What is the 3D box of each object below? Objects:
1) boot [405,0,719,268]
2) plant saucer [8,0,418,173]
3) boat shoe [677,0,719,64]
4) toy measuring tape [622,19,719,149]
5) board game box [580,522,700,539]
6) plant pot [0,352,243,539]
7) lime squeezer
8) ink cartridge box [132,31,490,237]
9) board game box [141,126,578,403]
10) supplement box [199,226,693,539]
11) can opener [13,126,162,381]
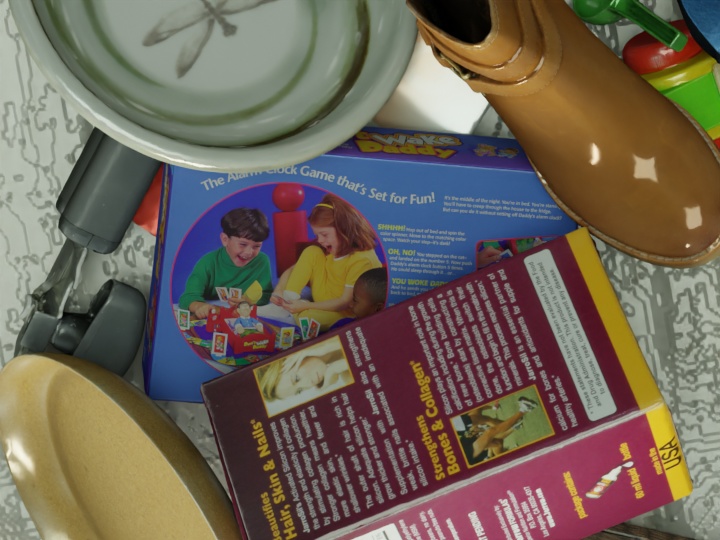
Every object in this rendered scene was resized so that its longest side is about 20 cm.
[{"bbox_3d":[0.085,-0.090,1.289,0.077,0.155,0.200,-37,71,7],"label":"boot"},{"bbox_3d":[-0.073,-0.131,1.352,0.199,0.050,0.201,7,66,-15],"label":"plant saucer"},{"bbox_3d":[0.169,-0.181,1.378,0.084,0.069,0.201,-5,65,19],"label":"boat shoe"},{"bbox_3d":[0.188,-0.102,1.412,0.200,0.074,0.074,-26,94,-17],"label":"toy measuring tape"},{"bbox_3d":[0.093,0.223,1.421,0.159,0.097,0.201,12,96,2],"label":"board game box"},{"bbox_3d":[-0.106,0.122,1.392,0.027,0.200,0.200,-32,93,-28],"label":"plant pot"},{"bbox_3d":[0.092,-0.151,1.405,0.200,0.071,0.038,39,115,28],"label":"lime squeezer"},{"bbox_3d":[-0.030,-0.085,1.423,0.162,0.050,0.200,34,93,0],"label":"ink cartridge box"},{"bbox_3d":[0.000,0.000,1.395,0.199,0.045,0.135,5,111,-9],"label":"board game box"},{"bbox_3d":[0.039,0.078,1.335,0.199,0.086,0.111,-22,52,2],"label":"supplement box"},{"bbox_3d":[-0.115,-0.026,1.421,0.067,0.053,0.200,24,107,-18],"label":"can opener"}]
